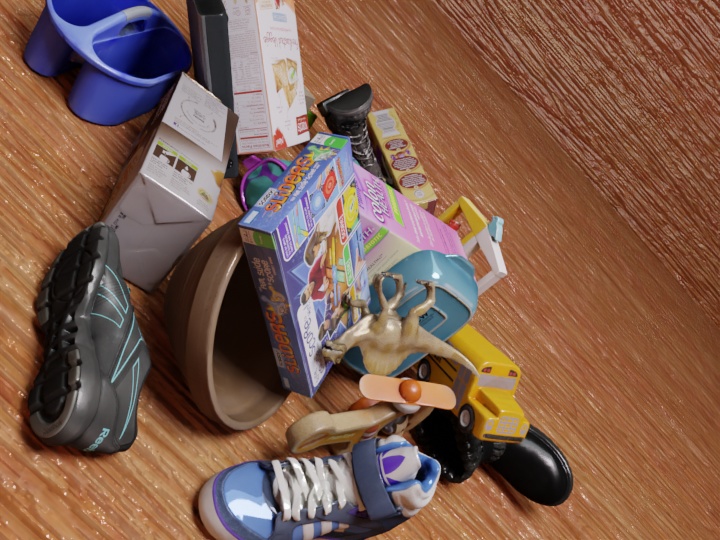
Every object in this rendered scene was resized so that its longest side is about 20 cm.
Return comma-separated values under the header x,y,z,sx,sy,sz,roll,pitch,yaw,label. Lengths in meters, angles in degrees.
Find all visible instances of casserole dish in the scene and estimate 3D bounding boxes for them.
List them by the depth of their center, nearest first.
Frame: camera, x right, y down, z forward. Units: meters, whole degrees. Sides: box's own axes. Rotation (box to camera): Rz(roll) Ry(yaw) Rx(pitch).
x,y,z,sx,sy,sz,roll,pitch,yaw,label
0.048,0.059,0.779,0.120,0.199,0.039,33,27,-37,casserole dish

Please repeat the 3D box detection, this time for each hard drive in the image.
x,y,z,sx,sy,sz,roll,pitch,yaw,label
-0.174,-0.232,0.817,0.032,0.203,0.141,-9,45,-15,hard drive

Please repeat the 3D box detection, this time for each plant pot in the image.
x,y,z,sx,sy,sz,roll,pitch,yaw,label
-0.116,0.034,0.644,0.091,0.206,0.200,13,19,21,plant pot

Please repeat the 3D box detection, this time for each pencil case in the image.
x,y,z,sx,sy,sz,roll,pitch,yaw,label
-0.074,-0.113,0.934,0.199,0.084,0.094,-21,89,-61,pencil case

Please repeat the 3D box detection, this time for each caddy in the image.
x,y,z,sx,sy,sz,roll,pitch,yaw,label
-0.275,-0.255,0.788,0.141,0.105,0.201,45,29,-7,caddy

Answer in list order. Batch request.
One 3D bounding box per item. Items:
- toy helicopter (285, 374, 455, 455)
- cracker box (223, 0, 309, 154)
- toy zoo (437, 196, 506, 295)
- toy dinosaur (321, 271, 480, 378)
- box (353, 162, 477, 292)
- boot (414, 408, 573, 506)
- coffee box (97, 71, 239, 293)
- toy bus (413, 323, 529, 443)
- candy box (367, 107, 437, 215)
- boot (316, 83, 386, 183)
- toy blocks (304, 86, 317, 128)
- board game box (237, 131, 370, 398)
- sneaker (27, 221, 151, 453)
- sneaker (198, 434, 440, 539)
x,y,z,sx,sy,sz,roll,pitch,yaw,label
0.008,0.148,0.688,0.198,0.132,0.080,7,49,-52,toy helicopter
-0.120,-0.257,0.882,0.134,0.056,0.205,-48,135,-68,cracker box
0.122,-0.009,0.972,0.020,0.200,0.133,16,41,-45,toy zoo
0.039,0.057,0.700,0.196,0.104,0.058,8,5,-34,toy dinosaur
0.000,0.000,0.805,0.198,0.176,0.098,27,32,-34,box
0.164,0.228,0.867,0.211,0.080,0.157,42,20,16,boot
-0.194,-0.094,0.705,0.079,0.114,0.202,33,33,-25,coffee box
0.122,0.118,0.811,0.064,0.080,0.200,12,15,-25,toy bus
0.059,-0.149,1.136,0.055,0.118,0.203,-15,58,-13,candy box
0.006,-0.179,1.039,0.177,0.068,0.200,65,-7,-17,boot
-0.162,-0.291,1.032,0.198,0.100,0.137,6,39,-54,toy blocks
-0.041,-0.001,0.636,0.034,0.203,0.136,14,46,23,board game box
-0.214,0.053,0.564,0.079,0.074,0.203,39,33,-46,sneaker
-0.020,0.178,0.596,0.198,0.146,0.082,23,37,-40,sneaker
